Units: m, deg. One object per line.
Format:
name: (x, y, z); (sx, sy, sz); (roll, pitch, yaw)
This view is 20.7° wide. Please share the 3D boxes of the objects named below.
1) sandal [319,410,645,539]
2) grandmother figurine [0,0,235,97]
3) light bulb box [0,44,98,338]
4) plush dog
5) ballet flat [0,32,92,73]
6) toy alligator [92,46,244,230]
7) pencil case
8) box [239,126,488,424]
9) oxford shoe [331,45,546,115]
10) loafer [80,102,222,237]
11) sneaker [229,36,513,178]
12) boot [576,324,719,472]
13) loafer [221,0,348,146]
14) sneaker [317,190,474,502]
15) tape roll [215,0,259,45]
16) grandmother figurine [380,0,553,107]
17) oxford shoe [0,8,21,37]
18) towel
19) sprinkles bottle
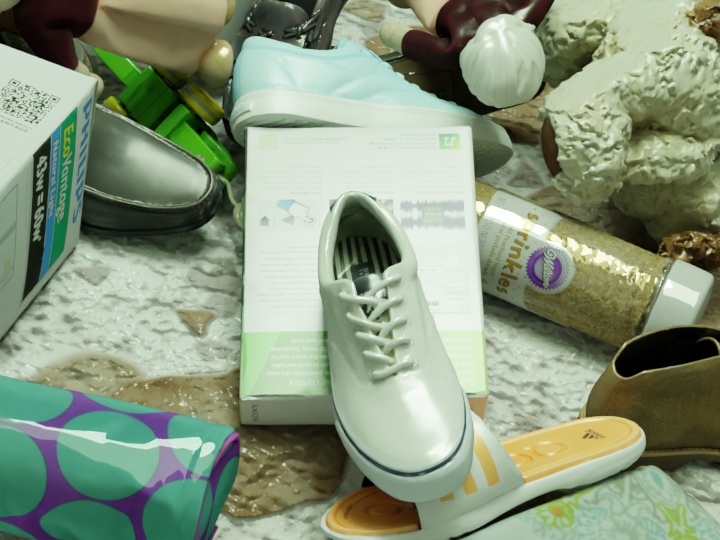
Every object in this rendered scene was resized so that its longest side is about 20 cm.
sandal: (0.065, 0.097, 1.088); (0.205, 0.060, 0.079); (-17, 18, -28)
grandmother figurine: (-0.169, -0.169, 1.208); (0.199, 0.060, 0.122); (7, 74, -39)
light bulb box: (-0.281, -0.045, 1.128); (0.197, 0.125, 0.200); (20, 38, 9)
plush dog: (0.205, -0.091, 1.310); (0.159, 0.173, 0.201); (-16, 35, 11)
ballet flat: (-0.234, -0.167, 1.366); (0.067, 0.047, 0.200); (-27, 45, -15)
toy alligator: (-0.109, -0.083, 1.294); (0.200, 0.059, 0.054); (47, 5, 27)
pencil case: (-0.165, 0.103, 1.008); (0.198, 0.093, 0.085); (14, 35, -1)
box: (0.000, 0.000, 1.178); (0.143, 0.036, 0.201); (0, 53, -1)
oxford shoe: (0.042, -0.113, 1.365); (0.198, 0.073, 0.085); (-11, 46, -11)
loafer: (-0.182, -0.076, 1.227); (0.198, 0.072, 0.073); (15, 60, 5)
sneaker: (0.011, -0.112, 1.279); (0.199, 0.074, 0.083); (10, 64, -28)
boot: (0.228, 0.071, 1.190); (0.198, 0.076, 0.074); (-6, 40, -25)
loafer: (-0.047, -0.179, 1.329); (0.071, 0.063, 0.201); (14, 65, 30)
sneaker: (0.009, 0.037, 1.062); (0.072, 0.071, 0.201); (-19, 43, -2)
tape roll: (-0.139, -0.254, 1.376); (0.201, 0.140, 0.203); (19, 21, -8)
grandmother figurine: (0.076, -0.165, 1.294); (0.121, 0.061, 0.200); (-31, 32, 6)
oxford shoe: (-0.260, -0.190, 1.297); (0.071, 0.072, 0.199); (25, -13, -41)
towel: (0.139, 0.188, 1.038); (0.199, 0.048, 0.171); (-16, 48, -33)
sprinkles bottle: (0.121, -0.004, 1.251); (0.199, 0.069, 0.068); (23, 39, 12)
